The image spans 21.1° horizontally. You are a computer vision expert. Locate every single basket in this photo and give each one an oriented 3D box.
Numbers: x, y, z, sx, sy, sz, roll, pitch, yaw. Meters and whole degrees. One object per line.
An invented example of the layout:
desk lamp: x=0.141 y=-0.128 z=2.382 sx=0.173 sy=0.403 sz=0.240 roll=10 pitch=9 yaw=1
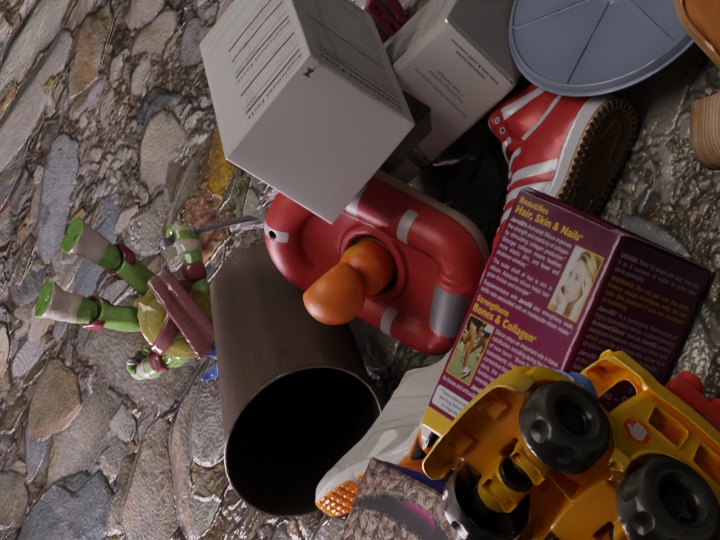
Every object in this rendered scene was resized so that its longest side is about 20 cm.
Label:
basket: x=-0.065 y=0.082 z=1.698 sx=0.201 sy=0.135 sz=0.181 roll=-106 pitch=21 yaw=-48

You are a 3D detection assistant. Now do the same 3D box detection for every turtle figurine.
turtle figurine: x=-0.208 y=0.025 z=1.852 sx=0.144 sy=0.193 sz=0.201 roll=-50 pitch=28 yaw=33

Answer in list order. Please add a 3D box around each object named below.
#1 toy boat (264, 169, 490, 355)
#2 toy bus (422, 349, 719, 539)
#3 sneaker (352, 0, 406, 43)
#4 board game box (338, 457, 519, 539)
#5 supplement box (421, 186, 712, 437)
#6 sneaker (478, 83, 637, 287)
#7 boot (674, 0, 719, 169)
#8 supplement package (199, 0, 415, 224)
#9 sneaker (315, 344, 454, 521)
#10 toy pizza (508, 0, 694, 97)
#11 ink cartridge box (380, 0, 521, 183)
toy boat: x=0.000 y=0.000 z=1.588 sx=0.199 sy=0.131 sz=0.131 roll=28 pitch=130 yaw=25
toy bus: x=0.170 y=0.123 z=1.308 sx=0.192 sy=0.200 sz=0.136 roll=-49 pitch=-1 yaw=-44
sneaker: x=-0.020 y=-0.168 z=1.816 sx=0.087 sy=0.073 sz=0.201 roll=-5 pitch=64 yaw=52
board game box: x=0.049 y=0.268 z=1.479 sx=0.159 sy=0.096 sz=0.201 roll=19 pitch=88 yaw=55
supplement box: x=0.151 y=0.059 z=1.444 sx=0.131 sy=0.103 sz=0.201 roll=31 pitch=99 yaw=55
sneaker: x=0.134 y=-0.062 z=1.556 sx=0.112 sy=0.071 sz=0.201 roll=32 pitch=91 yaw=50
boot: x=0.306 y=-0.177 z=1.376 sx=0.154 sy=0.073 sz=0.202 roll=-18 pitch=71 yaw=49
supplement package: x=-0.047 y=-0.151 z=1.560 sx=0.110 sy=0.113 sz=0.200 roll=-49 pitch=28 yaw=19
sneaker: x=0.040 y=0.134 z=1.592 sx=0.200 sy=0.076 sz=0.092 roll=-36 pitch=39 yaw=27
toy pizza: x=0.210 y=-0.216 z=1.540 sx=0.199 sy=0.032 sz=0.201 roll=-21 pitch=48 yaw=25
ink cartridge box: x=0.054 y=-0.158 z=1.652 sx=0.200 sy=0.084 sz=0.146 roll=-41 pitch=13 yaw=35
